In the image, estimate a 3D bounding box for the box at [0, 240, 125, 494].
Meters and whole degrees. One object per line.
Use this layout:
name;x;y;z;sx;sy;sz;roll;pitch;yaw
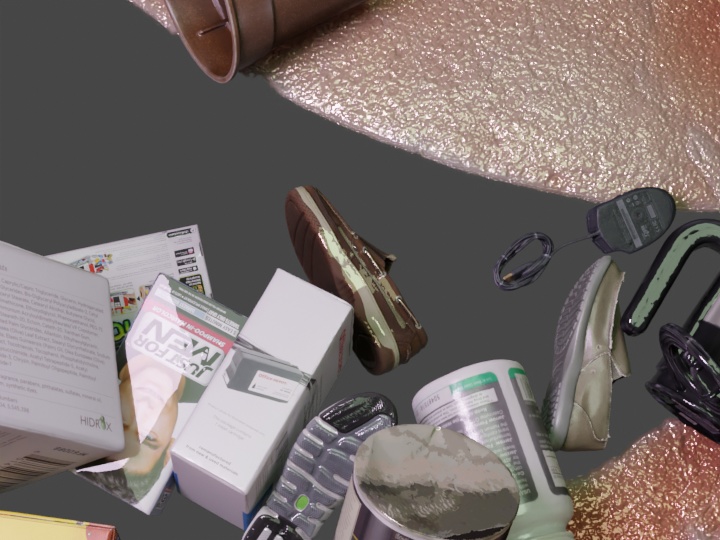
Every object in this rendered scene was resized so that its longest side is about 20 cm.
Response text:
box;-0.347;0.091;1.623;0.198;0.199;0.173;-21;65;29

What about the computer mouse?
computer mouse;0.221;-0.030;1.827;0.198;0.034;0.059;-21;88;-5

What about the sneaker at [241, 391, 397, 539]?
sneaker;-0.037;0.182;1.675;0.075;0.116;0.200;39;99;-1

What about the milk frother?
milk frother;0.354;0.051;1.677;0.180;0.200;0.189;36;84;-17

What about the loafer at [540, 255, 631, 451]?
loafer;0.223;0.085;1.764;0.069;0.075;0.202;18;73;-8

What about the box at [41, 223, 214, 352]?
box;-0.243;0.030;1.775;0.198;0.035;0.111;-11;70;-7

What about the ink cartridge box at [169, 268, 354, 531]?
ink cartridge box;-0.088;0.120;1.688;0.084;0.145;0.201;27;69;8

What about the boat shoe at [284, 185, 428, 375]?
boat shoe;-0.002;0.003;1.785;0.074;0.075;0.204;-22;77;-25

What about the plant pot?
plant pot;-0.086;-0.318;1.844;0.197;0.201;0.201;-24;71;-20

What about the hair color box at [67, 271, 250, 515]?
hair color box;-0.186;0.115;1.706;0.098;0.061;0.201;27;84;6

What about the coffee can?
coffee can;0.042;0.256;1.588;0.145;0.201;0.147;10;33;-7

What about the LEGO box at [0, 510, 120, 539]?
LEGO box;-0.325;0.296;1.645;0.198;0.077;0.150;8;68;1

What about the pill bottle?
pill bottle;0.128;0.193;1.687;0.112;0.113;0.202;-15;70;-8
